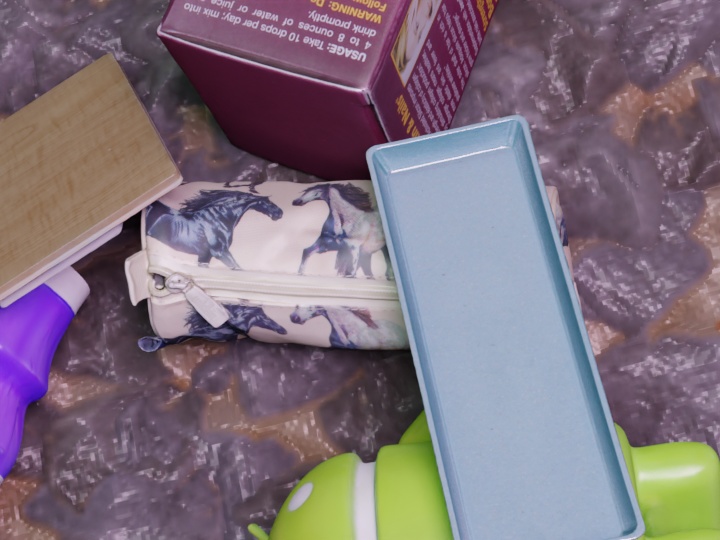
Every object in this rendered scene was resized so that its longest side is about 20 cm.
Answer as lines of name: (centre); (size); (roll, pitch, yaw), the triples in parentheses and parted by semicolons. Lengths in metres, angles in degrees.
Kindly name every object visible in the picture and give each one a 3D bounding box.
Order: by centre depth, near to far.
plant saucer: (0.054, 0.026, 0.774); (0.069, 0.019, 0.201); (-12, 54, 0)
robot figurine: (0.050, 0.124, 0.792); (0.198, 0.116, 0.177); (-8, 48, 6)
pencil case: (0.000, 0.000, 0.858); (0.198, 0.078, 0.090); (2, 28, 10)
bottle: (-0.194, 0.076, 0.873); (0.083, 0.065, 0.201); (18, 68, 40)
supplement box: (0.006, -0.154, 0.884); (0.102, 0.131, 0.202); (17, 75, 16)
puzzle board: (-0.178, -0.014, 0.888); (0.199, 0.017, 0.151); (-34, 32, -1)
